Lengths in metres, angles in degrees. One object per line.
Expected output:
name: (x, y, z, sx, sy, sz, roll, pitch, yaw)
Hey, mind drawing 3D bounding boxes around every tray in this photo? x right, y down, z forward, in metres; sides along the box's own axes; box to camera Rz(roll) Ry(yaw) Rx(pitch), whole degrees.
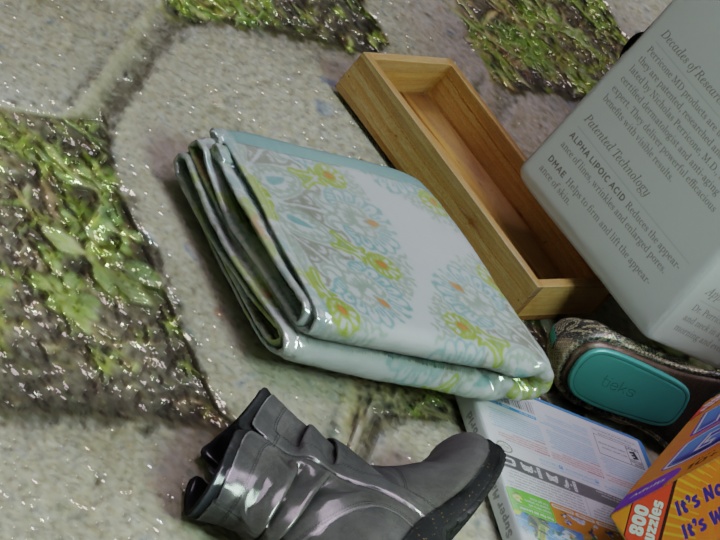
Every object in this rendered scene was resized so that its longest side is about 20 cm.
tray: (0.075, -0.054, 1.846, 0.099, 0.037, 0.200, -2, 49, -53)

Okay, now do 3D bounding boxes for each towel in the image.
towel: (0.000, 0.000, 1.649, 0.200, 0.048, 0.171, 12, 35, -40)

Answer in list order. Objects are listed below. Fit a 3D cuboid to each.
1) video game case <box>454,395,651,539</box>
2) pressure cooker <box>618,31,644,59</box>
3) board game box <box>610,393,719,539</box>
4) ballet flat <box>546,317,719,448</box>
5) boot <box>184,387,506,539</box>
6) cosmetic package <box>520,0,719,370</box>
video game case: (0.132, 0.153, 1.642, 0.143, 0.018, 0.200, 23, 33, -33)
pressure cooker: (0.273, -0.105, 2.026, 0.200, 0.176, 0.179, 33, 43, -14)
board game box: (0.299, 0.146, 1.624, 0.200, 0.200, 0.200, 58, 28, -2)
ballet flat: (0.200, 0.080, 1.791, 0.200, 0.068, 0.075, 28, 18, -19)
boot: (-0.006, 0.102, 1.488, 0.132, 0.070, 0.200, 37, 23, 2)
cosmetic package: (0.246, -0.060, 1.816, 0.165, 0.200, 0.165, 24, 23, -48)
